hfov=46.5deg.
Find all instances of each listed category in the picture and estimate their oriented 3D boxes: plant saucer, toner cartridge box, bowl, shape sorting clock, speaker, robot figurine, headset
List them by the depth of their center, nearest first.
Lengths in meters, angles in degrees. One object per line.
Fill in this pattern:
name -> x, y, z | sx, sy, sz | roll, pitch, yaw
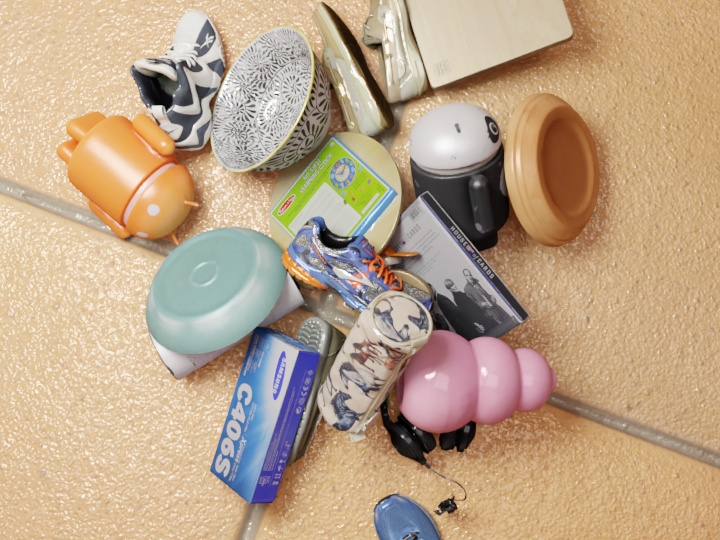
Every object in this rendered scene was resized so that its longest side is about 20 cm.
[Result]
toner cartridge box -> -0.123, 0.183, 1.068 | 0.094, 0.043, 0.202 | 21, 95, 43
plant saucer -> -0.193, 0.013, 1.071 | 0.197, 0.036, 0.202 | -12, 48, 13
robot figurine -> 0.131, -0.117, 1.082 | 0.149, 0.202, 0.125 | 17, 45, 35
plant saucer -> 0.259, -0.133, 1.094 | 0.199, 0.037, 0.203 | 4, 85, -45
robot figurine -> -0.300, -0.123, 1.099 | 0.199, 0.117, 0.144 | 40, 83, 2
speaker -> -0.173, 0.059, 1.102 | 0.199, 0.081, 0.082 | -32, 86, -4
bowl -> -0.102, -0.209, 1.109 | 0.199, 0.094, 0.203 | -19, 61, 38
shape sorting clock -> -0.035, -0.086, 1.109 | 0.198, 0.039, 0.203 | -5, 77, 23
headset -> 0.096, 0.218, 1.110 | 0.122, 0.094, 0.202 | -12, 69, -5

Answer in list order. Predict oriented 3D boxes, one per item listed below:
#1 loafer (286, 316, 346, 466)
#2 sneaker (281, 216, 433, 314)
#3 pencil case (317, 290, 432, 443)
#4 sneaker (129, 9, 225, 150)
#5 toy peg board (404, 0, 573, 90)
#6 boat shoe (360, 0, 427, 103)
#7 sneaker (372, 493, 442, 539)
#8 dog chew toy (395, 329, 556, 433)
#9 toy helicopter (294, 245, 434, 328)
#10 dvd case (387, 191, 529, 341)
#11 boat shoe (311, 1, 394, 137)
loafer -> -0.062, 0.162, 1.095 | 0.069, 0.075, 0.202 | 12, 101, -43
sneaker -> 0.000, 0.000, 1.021 | 0.198, 0.075, 0.079 | 25, 112, 6
pencil case -> 0.016, 0.112, 0.984 | 0.077, 0.201, 0.090 | -18, 59, -38
sneaker -> -0.241, -0.271, 1.097 | 0.078, 0.130, 0.202 | 6, 77, 14
toy peg board -> 0.169, -0.369, 1.163 | 0.197, 0.098, 0.202 | -18, 84, 12
boat shoe -> 0.033, -0.331, 1.155 | 0.064, 0.072, 0.202 | -18, 90, -5
sneaker -> 0.086, 0.377, 1.072 | 0.078, 0.089, 0.201 | -34, 86, -6
dog chew toy -> 0.145, 0.137, 1.037 | 0.197, 0.125, 0.126 | 1, 84, -7
toy helicopter -> 0.004, 0.018, 1.109 | 0.198, 0.079, 0.134 | 20, 106, 16
dvd case -> 0.109, 0.013, 1.086 | 0.025, 0.150, 0.201 | -36, 85, -35
boat shoe -> -0.026, -0.270, 1.146 | 0.066, 0.074, 0.202 | -29, 78, 21
